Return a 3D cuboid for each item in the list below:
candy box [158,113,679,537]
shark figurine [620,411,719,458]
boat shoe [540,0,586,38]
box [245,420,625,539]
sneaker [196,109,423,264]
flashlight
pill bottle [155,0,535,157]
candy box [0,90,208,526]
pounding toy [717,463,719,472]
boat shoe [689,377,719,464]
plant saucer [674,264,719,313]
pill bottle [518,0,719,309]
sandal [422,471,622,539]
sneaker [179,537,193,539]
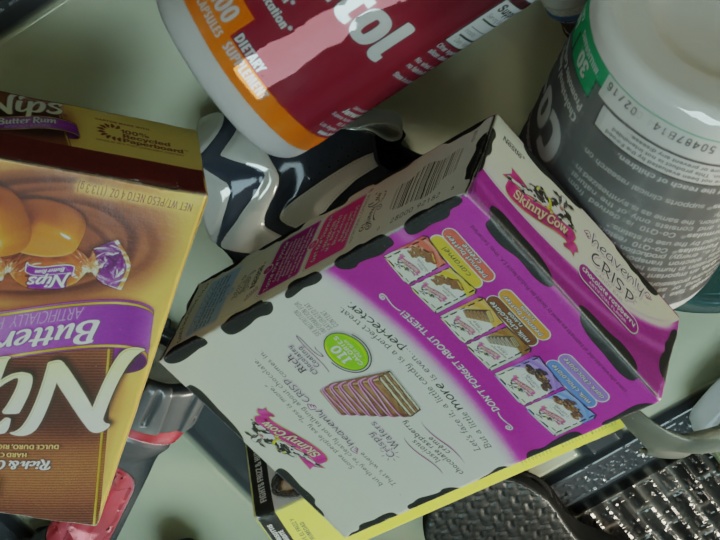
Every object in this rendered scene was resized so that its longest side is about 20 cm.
[{"bbox_3d":[0.025,0.031,0.958,0.200,0.061,0.136,-28,116,36],"label":"candy box"},{"bbox_3d":[0.230,0.035,1.055,0.215,0.128,0.089,-59,153,14],"label":"shark figurine"},{"bbox_3d":[0.181,-0.162,0.974,0.200,0.072,0.072,-23,132,21],"label":"boat shoe"},{"bbox_3d":[0.038,0.086,1.130,0.200,0.075,0.050,-23,127,10],"label":"box"},{"bbox_3d":[0.000,0.000,1.053,0.129,0.080,0.200,-9,118,8],"label":"sneaker"},{"bbox_3d":[-0.143,0.116,1.126,0.068,0.068,0.200,16,122,-21],"label":"flashlight"},{"bbox_3d":[0.016,-0.146,0.926,0.200,0.113,0.113,-33,125,15],"label":"pill bottle"},{"bbox_3d":[-0.151,0.021,0.943,0.116,0.057,0.200,10,126,-17],"label":"candy box"},{"bbox_3d":[0.351,0.138,1.200,0.200,0.142,0.184,-37,138,21],"label":"pounding toy"},{"bbox_3d":[0.262,0.044,1.129,0.072,0.062,0.200,-5,143,-48],"label":"boat shoe"},{"bbox_3d":[0.199,-0.052,1.082,0.199,0.027,0.201,-5,127,-6],"label":"plant saucer"},{"bbox_3d":[0.129,-0.049,0.966,0.113,0.113,0.200,6,144,-14],"label":"pill bottle"},{"bbox_3d":[0.097,0.154,1.215,0.075,0.048,0.200,-37,136,17],"label":"sandal"},{"bbox_3d":[-0.125,0.239,1.218,0.086,0.078,0.200,1,127,-6],"label":"sneaker"}]
